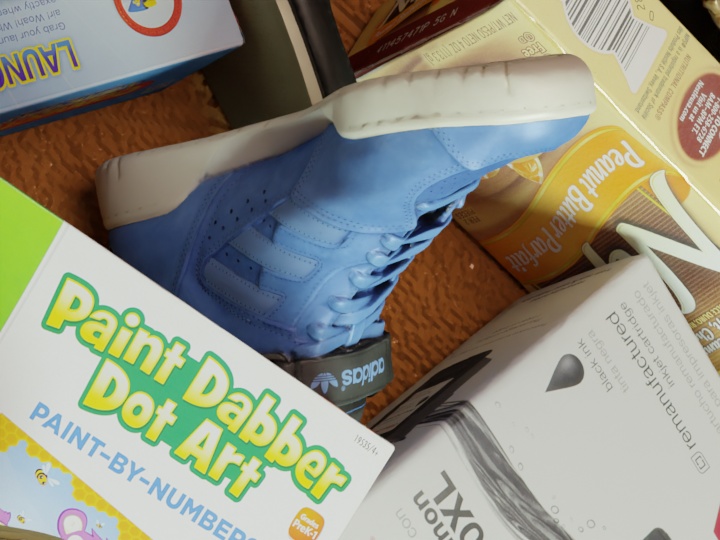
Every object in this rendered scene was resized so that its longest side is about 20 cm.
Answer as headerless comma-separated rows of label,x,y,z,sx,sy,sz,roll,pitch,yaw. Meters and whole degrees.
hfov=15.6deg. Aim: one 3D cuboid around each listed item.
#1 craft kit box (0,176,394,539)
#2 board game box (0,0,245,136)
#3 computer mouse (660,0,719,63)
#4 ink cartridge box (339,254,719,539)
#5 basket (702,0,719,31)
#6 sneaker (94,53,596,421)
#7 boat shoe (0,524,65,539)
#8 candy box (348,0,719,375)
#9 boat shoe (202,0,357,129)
craft kit box,-0.119,0.082,0.764,0.200,0.048,0.198,35,81,-27
board game box,-0.159,-0.136,0.859,0.199,0.056,0.197,-19,88,-38
computer mouse,0.093,-0.133,1.045,0.138,0.053,0.201,-32,96,-39
ink cartridge box,0.055,0.110,0.924,0.200,0.083,0.146,-38,99,-38
basket,0.219,-0.125,1.028,0.200,0.148,0.143,52,24,-28
sneaker,0.001,0.000,0.848,0.077,0.199,0.112,-11,88,-53
boat shoe,-0.160,0.092,0.668,0.199,0.063,0.074,6,89,-3
candy box,0.097,-0.033,0.977,0.200,0.115,0.055,44,56,-17
boat shoe,-0.036,-0.122,0.933,0.063,0.074,0.202,-19,83,-30
